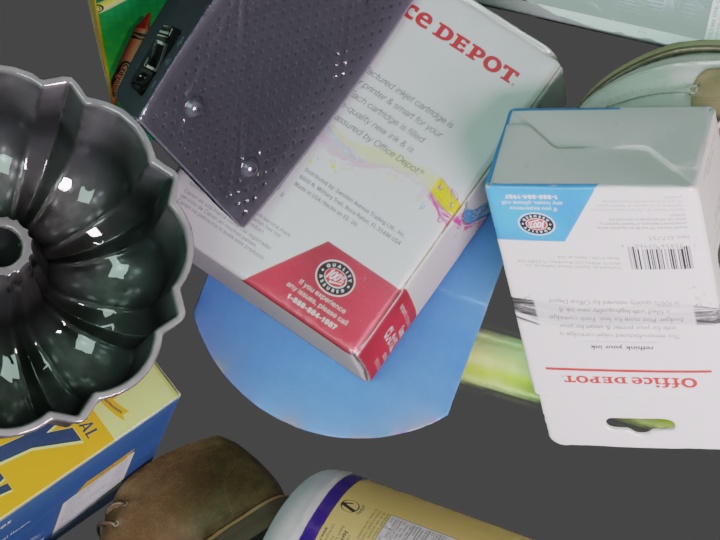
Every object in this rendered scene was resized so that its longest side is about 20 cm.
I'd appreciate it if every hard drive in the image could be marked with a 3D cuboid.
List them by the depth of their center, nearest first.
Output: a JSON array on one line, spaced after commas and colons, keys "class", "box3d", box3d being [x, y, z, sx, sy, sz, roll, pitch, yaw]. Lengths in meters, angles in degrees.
[{"class": "hard drive", "box3d": [-0.042, -0.135, 1.522, 0.042, 0.135, 0.200, 28, 78, 36]}]

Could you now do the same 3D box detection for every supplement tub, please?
[{"class": "supplement tub", "box3d": [0.044, 0.207, 1.602, 0.200, 0.145, 0.146, 19, 100, 16]}]

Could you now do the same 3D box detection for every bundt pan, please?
[{"class": "bundt pan", "box3d": [-0.191, -0.002, 1.512, 0.202, 0.076, 0.202, 3, 73, -9]}]

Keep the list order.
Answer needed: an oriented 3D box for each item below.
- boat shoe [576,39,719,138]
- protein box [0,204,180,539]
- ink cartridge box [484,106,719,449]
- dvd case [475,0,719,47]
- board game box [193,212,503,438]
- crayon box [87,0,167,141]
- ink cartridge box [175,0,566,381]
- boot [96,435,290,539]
[{"class": "boat shoe", "box3d": [0.208, -0.081, 1.565, 0.200, 0.068, 0.075, -8, 121, 19]}, {"class": "protein box", "box3d": [-0.226, 0.096, 1.623, 0.198, 0.200, 0.135, -35, 82, -18]}, {"class": "ink cartridge box", "box3d": [0.146, 0.006, 1.574, 0.116, 0.068, 0.200, 1, 134, 18]}, {"class": "dvd case", "box3d": [0.137, -0.209, 1.613, 0.200, 0.025, 0.150, 14, 98, 16]}, {"class": "board game box", "box3d": [0.000, 0.000, 1.656, 0.158, 0.039, 0.200, 19, 79, 10]}, {"class": "crayon box", "box3d": [-0.128, -0.180, 1.596, 0.058, 0.119, 0.200, -11, 46, -5]}, {"class": "ink cartridge box", "box3d": [0.002, -0.063, 1.606, 0.146, 0.083, 0.200, 34, 82, 14]}, {"class": "boot", "box3d": [-0.134, 0.167, 1.670, 0.200, 0.074, 0.075, -29, 70, -24]}]
